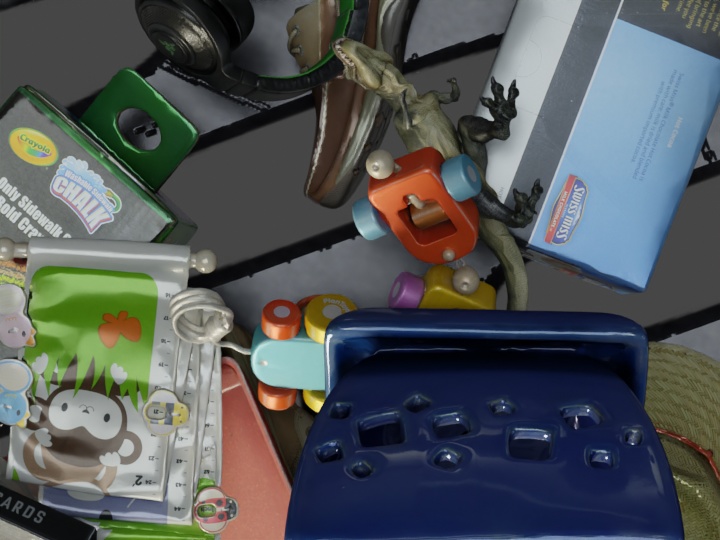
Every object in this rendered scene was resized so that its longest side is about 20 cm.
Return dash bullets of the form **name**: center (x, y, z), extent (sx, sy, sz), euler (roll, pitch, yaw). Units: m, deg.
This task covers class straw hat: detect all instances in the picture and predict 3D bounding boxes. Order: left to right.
- **straw hat**: center (0.178, 0.142, 1.342), extent (0.199, 0.085, 0.203), euler (0, 90, 1)

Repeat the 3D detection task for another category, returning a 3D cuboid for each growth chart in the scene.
- **growth chart**: center (-0.139, 0.076, 1.270), extent (0.143, 0.018, 0.202), euler (-5, 99, -5)

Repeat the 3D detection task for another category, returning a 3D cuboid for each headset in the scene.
- **headset**: center (-0.093, -0.171, 1.288), extent (0.199, 0.094, 0.124), euler (23, 71, -23)

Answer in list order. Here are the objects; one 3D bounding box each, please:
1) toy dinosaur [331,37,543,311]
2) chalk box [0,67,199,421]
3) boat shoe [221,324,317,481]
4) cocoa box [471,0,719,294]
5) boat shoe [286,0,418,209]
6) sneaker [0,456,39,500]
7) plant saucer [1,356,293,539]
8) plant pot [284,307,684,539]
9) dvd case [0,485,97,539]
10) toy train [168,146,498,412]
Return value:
- **toy dinosaur**: center (0.061, -0.053, 1.222), extent (0.047, 0.088, 0.201), euler (-33, 96, -33)
- **chalk box**: center (-0.181, -0.026, 1.334), extent (0.125, 0.124, 0.200), euler (42, 89, 2)
- **boat shoe**: center (-0.042, 0.120, 1.363), extent (0.064, 0.071, 0.201), euler (-22, 87, -34)
- **cocoa box**: center (0.139, -0.100, 1.321), extent (0.130, 0.133, 0.201), euler (21, 90, 1)
- **boat shoe**: center (-0.009, -0.137, 1.360), extent (0.071, 0.076, 0.202), euler (14, 80, 5)
- **sneaker**: center (-0.263, 0.124, 1.359), extent (0.076, 0.081, 0.200), euler (-31, 68, -31)
- **plant saucer**: center (-0.103, 0.171, 1.337), extent (0.199, 0.037, 0.201), euler (-25, 88, 30)
- **plant pot**: center (0.063, 0.133, 1.187), extent (0.198, 0.201, 0.181), euler (0, 47, 3)
- **dvd case**: center (-0.222, 0.184, 1.299), extent (0.149, 0.201, 0.025), euler (22, 51, 11)
- **toy train**: center (0.000, 0.000, 1.229), extent (0.199, 0.056, 0.150), euler (-26, 125, 27)
